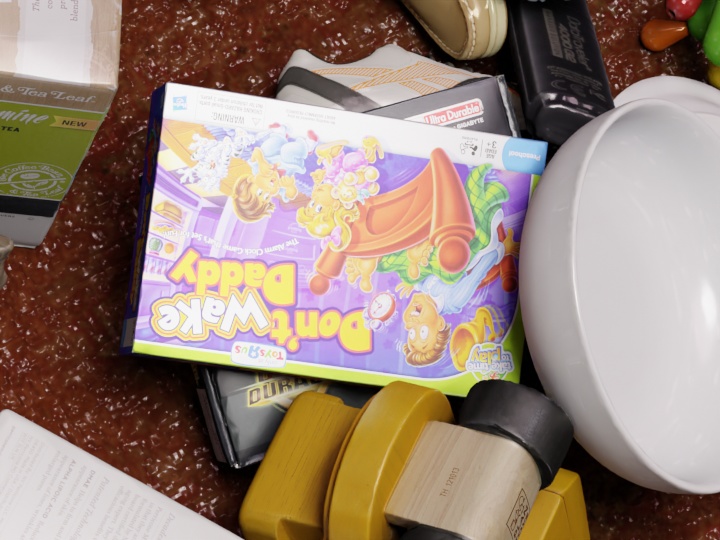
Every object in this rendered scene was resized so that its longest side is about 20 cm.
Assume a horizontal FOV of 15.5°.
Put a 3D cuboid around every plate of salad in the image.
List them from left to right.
[{"bbox_3d":[0.197,-0.014,1.485,0.199,0.048,0.201,20,56,-32],"label":"plate of salad"}]

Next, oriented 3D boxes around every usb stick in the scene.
[{"bbox_3d":[0.108,-0.117,1.458,0.055,0.033,0.200,19,24,-11],"label":"usb stick"}]

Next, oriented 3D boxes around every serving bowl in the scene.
[{"bbox_3d":[0.139,0.017,1.344,0.200,0.066,0.201,20,65,-48],"label":"serving bowl"}]

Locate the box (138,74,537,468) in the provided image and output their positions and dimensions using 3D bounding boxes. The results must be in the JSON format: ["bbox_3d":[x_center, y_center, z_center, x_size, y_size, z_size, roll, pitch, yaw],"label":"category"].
[{"bbox_3d":[0.000,0.000,1.383,0.199,0.046,0.160,-16,91,-14],"label":"box"}]

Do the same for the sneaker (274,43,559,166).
[{"bbox_3d":[0.046,-0.092,1.465,0.199,0.074,0.080,-3,66,-20],"label":"sneaker"}]

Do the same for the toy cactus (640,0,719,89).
[{"bbox_3d":[0.212,-0.209,1.531,0.102,0.166,0.200,4,44,31],"label":"toy cactus"}]

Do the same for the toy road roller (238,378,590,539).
[{"bbox_3d":[0.028,0.135,1.321,0.145,0.200,0.123,14,58,24],"label":"toy road roller"}]

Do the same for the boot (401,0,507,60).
[{"bbox_3d":[-0.024,-0.180,1.475,0.155,0.073,0.200,-25,72,-29],"label":"boot"}]

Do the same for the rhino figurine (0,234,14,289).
[{"bbox_3d":[-0.276,0.011,1.309,0.199,0.088,0.060,4,27,-16],"label":"rhino figurine"}]

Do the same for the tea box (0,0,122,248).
[{"bbox_3d":[-0.201,-0.145,1.334,0.133,0.197,0.201,6,66,-15],"label":"tea box"}]

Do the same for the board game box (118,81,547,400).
[{"bbox_3d":[-0.013,-0.011,1.333,0.199,0.045,0.135,8,86,-13],"label":"board game box"}]

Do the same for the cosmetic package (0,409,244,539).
[{"bbox_3d":[-0.112,0.161,1.280,0.199,0.113,0.081,29,62,-6],"label":"cosmetic package"}]
